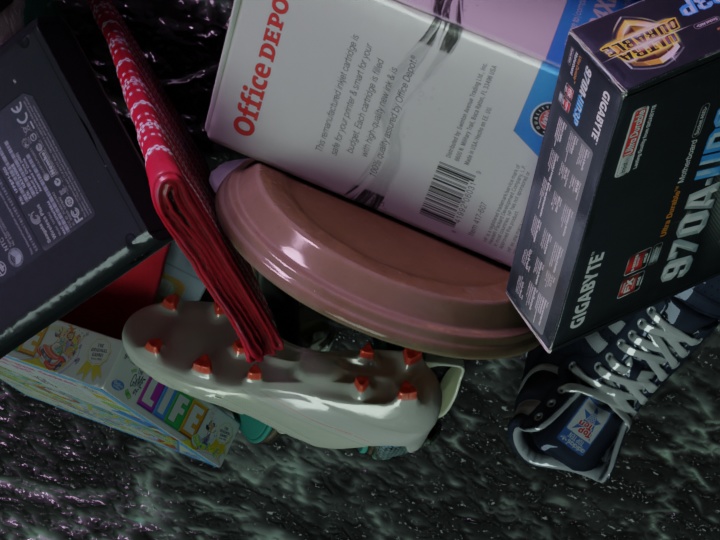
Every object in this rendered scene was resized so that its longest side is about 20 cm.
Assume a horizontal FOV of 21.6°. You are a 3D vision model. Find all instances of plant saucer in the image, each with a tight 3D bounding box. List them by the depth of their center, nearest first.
[{"bbox_3d":[0.018,-0.018,1.033,0.199,0.200,0.030,23,113,0],"label":"plant saucer"}]

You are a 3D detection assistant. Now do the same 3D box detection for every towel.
[{"bbox_3d":[-0.101,-0.054,1.051,0.022,0.201,0.145,-27,130,1],"label":"towel"}]

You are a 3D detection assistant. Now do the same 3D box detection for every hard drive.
[{"bbox_3d":[-0.211,-0.030,1.064,0.199,0.033,0.140,-32,84,27],"label":"hard drive"}]

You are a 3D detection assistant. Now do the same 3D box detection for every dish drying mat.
[{"bbox_3d":[-0.163,-0.006,1.210,0.076,0.018,0.200,25,144,2],"label":"dish drying mat"}]

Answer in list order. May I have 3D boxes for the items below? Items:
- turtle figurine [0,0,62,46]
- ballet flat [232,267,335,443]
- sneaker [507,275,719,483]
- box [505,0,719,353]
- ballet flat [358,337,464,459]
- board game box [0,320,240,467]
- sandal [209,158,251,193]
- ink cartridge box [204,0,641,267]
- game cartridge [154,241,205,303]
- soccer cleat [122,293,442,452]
[{"bbox_3d":[-0.264,-0.107,1.136,0.198,0.101,0.150,-8,144,21],"label":"turtle figurine"},{"bbox_3d":[-0.050,0.033,1.208,0.068,0.068,0.201,46,152,34],"label":"ballet flat"},{"bbox_3d":[0.157,0.051,1.093,0.070,0.109,0.200,33,141,-15],"label":"sneaker"},{"bbox_3d":[0.160,-0.061,0.926,0.046,0.158,0.201,54,154,29],"label":"box"},{"bbox_3d":[0.035,0.048,1.201,0.074,0.075,0.201,17,144,8],"label":"ballet flat"},{"bbox_3d":[-0.193,0.067,1.266,0.199,0.034,0.134,15,163,38],"label":"board game box"},{"bbox_3d":[-0.002,0.003,1.080,0.205,0.079,0.060,27,115,9],"label":"sandal"},{"bbox_3d":[0.033,-0.104,0.988,0.199,0.085,0.146,23,139,2],"label":"ink cartridge box"},{"bbox_3d":[-0.169,-0.002,1.260,0.132,0.042,0.200,23,143,-6],"label":"game cartridge"},{"bbox_3d":[-0.050,0.070,1.147,0.198,0.070,0.078,12,139,5],"label":"soccer cleat"}]
